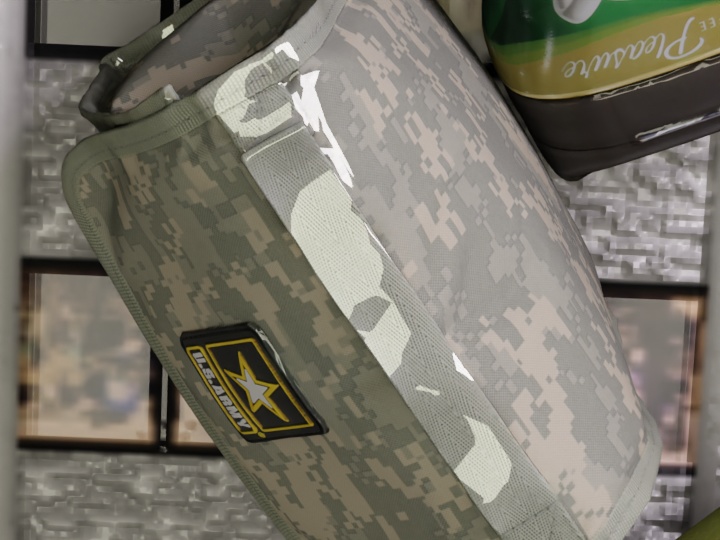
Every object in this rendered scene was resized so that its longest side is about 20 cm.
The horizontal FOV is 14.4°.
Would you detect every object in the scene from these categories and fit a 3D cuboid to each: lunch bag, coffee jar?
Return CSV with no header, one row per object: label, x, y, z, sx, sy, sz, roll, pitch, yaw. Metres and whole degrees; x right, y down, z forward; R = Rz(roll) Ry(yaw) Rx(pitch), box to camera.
lunch bag,0.000,0.000,0.797,0.117,0.200,0.164,-32,102,6
coffee jar,0.068,-0.127,0.808,0.104,0.085,0.201,-18,118,4

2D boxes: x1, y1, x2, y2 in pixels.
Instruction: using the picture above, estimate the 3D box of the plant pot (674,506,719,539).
plant pot,0.166,0.122,0.850,0.199,0.187,0.188,-21,102,16
